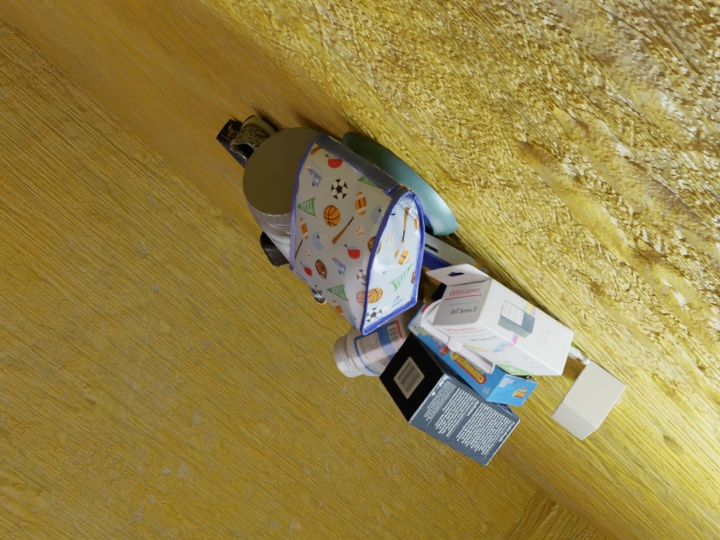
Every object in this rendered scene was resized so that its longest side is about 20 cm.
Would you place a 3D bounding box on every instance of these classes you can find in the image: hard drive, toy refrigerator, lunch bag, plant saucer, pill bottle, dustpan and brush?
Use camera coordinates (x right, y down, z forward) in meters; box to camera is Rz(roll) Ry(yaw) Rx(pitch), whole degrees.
[{"bbox_3d":[0.090,-0.031,1.310,0.130,0.026,0.200,28,177,-3],"label":"hard drive"},{"bbox_3d":[0.347,0.204,1.380,0.069,0.076,0.200,36,171,15],"label":"toy refrigerator"},{"bbox_3d":[-0.002,-0.056,1.156,0.169,0.123,0.203,36,140,33],"label":"lunch bag"},{"bbox_3d":[0.046,-0.108,1.219,0.199,0.028,0.200,39,173,5],"label":"plant saucer"},{"bbox_3d":[0.043,0.136,1.727,0.198,0.114,0.112,-25,124,38],"label":"pill bottle"},{"bbox_3d":[0.163,0.064,1.353,0.138,0.057,0.203,33,129,17],"label":"dustpan and brush"}]

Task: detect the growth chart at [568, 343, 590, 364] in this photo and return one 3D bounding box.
[{"bbox_3d":[0.255,0.088,1.374,0.144,0.018,0.200,41,172,-9],"label":"growth chart"}]

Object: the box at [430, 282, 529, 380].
[{"bbox_3d":[0.207,0.099,1.479,0.199,0.044,0.160,40,180,13],"label":"box"}]

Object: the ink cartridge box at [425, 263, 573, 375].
[{"bbox_3d":[0.180,0.071,1.239,0.198,0.068,0.117,32,161,-21],"label":"ink cartridge box"}]

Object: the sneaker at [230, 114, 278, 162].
[{"bbox_3d":[-0.135,-0.158,1.459,0.199,0.089,0.077,40,132,4],"label":"sneaker"}]

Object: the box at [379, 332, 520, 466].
[{"bbox_3d":[0.154,0.224,1.572,0.198,0.108,0.149,33,-171,-31],"label":"box"}]

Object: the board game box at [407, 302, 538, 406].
[{"bbox_3d":[0.202,0.151,1.600,0.195,0.056,0.199,42,-171,28],"label":"board game box"}]

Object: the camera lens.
[{"bbox_3d":[-0.070,-0.094,1.336,0.159,0.161,0.201,34,169,32],"label":"camera lens"}]

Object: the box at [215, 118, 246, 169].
[{"bbox_3d":[-0.159,-0.186,1.671,0.199,0.049,0.158,33,171,40],"label":"box"}]

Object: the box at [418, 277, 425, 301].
[{"bbox_3d":[0.056,0.021,1.683,0.116,0.042,0.200,7,162,12],"label":"box"}]

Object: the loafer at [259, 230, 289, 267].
[{"bbox_3d":[-0.077,-0.054,1.562,0.072,0.195,0.074,90,166,-48],"label":"loafer"}]

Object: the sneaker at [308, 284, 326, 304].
[{"bbox_3d":[0.000,0.000,1.513,0.079,0.195,0.079,-119,22,-52],"label":"sneaker"}]
